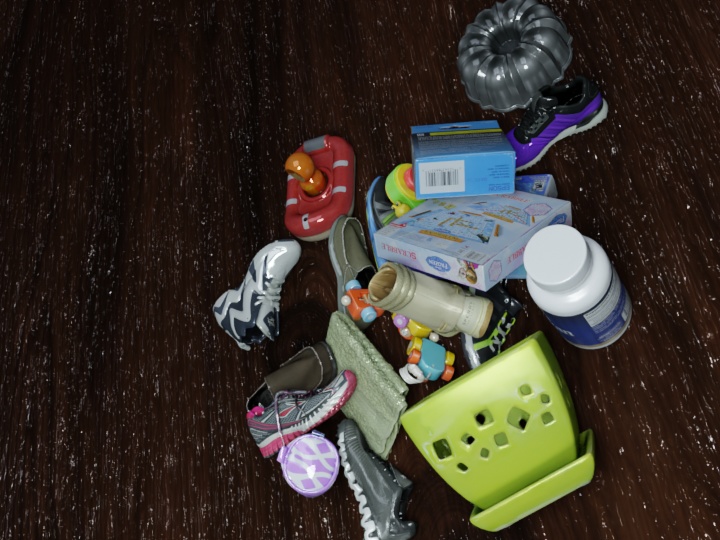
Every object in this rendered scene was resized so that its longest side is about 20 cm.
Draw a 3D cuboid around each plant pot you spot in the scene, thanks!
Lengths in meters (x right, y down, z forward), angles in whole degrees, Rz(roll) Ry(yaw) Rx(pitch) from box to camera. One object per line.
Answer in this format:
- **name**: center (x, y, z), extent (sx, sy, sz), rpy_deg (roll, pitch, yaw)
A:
- **plant pot**: center (0.189, 0.205, 1.122), extent (0.198, 0.200, 0.183), rpy_deg (-32, 82, 12)

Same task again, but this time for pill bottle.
- **pill bottle**: center (0.284, 0.020, 1.166), extent (0.110, 0.200, 0.113), rpy_deg (-13, 59, 24)

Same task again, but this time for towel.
- **towel**: center (0.000, 0.170, 1.311), extent (0.200, 0.036, 0.150), rpy_deg (51, 140, 36)

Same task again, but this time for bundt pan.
- **bundt pan**: center (0.247, -0.369, 1.464), extent (0.199, 0.076, 0.205), rpy_deg (-13, 61, 24)

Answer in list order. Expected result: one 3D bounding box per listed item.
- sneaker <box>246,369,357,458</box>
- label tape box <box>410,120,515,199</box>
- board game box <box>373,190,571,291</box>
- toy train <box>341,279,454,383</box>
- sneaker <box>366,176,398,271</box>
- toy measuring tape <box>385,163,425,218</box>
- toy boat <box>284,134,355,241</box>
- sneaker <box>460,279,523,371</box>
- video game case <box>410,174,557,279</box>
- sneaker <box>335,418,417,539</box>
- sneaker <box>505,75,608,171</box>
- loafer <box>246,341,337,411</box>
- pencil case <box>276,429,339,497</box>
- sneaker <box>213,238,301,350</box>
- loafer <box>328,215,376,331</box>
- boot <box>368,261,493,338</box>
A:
- **sneaker**: center (-0.089, 0.201, 1.291), extent (0.199, 0.080, 0.075), rpy_deg (-35, 84, 23)
- **label tape box**: center (0.148, -0.168, 1.319), extent (0.142, 0.064, 0.200), rpy_deg (-3, 22, 3)
- **board game box**: center (0.156, -0.056, 1.223), extent (0.199, 0.042, 0.199), rpy_deg (-32, 35, -33)
- **toy train**: center (0.053, 0.102, 1.315), extent (0.201, 0.149, 0.056), rpy_deg (57, 132, 32)
- **sneaker**: center (0.055, -0.067, 1.441), extent (0.081, 0.071, 0.202), rpy_deg (-12, 56, 0)
- **toy measuring tape**: center (0.086, -0.163, 1.425), extent (0.073, 0.074, 0.202), rpy_deg (-2, 47, 29)
- **toy boat**: center (-0.085, -0.155, 1.517), extent (0.129, 0.131, 0.203), rpy_deg (-13, 60, 25)
- **sneaker**: center (0.194, 0.065, 1.279), extent (0.082, 0.072, 0.203), rpy_deg (-11, 61, 24)
- **video game case**: center (0.181, -0.067, 1.333), extent (0.198, 0.046, 0.183), rpy_deg (-1, 46, 30)
- **sneaker**: center (0.028, 0.301, 1.260), extent (0.090, 0.066, 0.202), rpy_deg (-23, 67, 10)
- **sneaker**: center (0.277, -0.235, 1.360), extent (0.199, 0.099, 0.070), rpy_deg (-32, 52, 12)
- **loafer**: center (-0.109, 0.180, 1.359), extent (0.200, 0.071, 0.074), rpy_deg (-46, 63, 36)
- **pencil case**: center (-0.075, 0.279, 1.252), extent (0.084, 0.200, 0.085), rpy_deg (11, 73, 0)
- **sneaker**: center (-0.154, 0.052, 1.489), extent (0.199, 0.079, 0.130), rpy_deg (-41, 54, 7)
- **loafer**: center (0.000, 0.000, 1.423), extent (0.069, 0.075, 0.203), rpy_deg (-24, 65, 35)
- **boot**: center (0.080, 0.041, 1.229), extent (0.200, 0.154, 0.074), rpy_deg (-169, 98, -76)
